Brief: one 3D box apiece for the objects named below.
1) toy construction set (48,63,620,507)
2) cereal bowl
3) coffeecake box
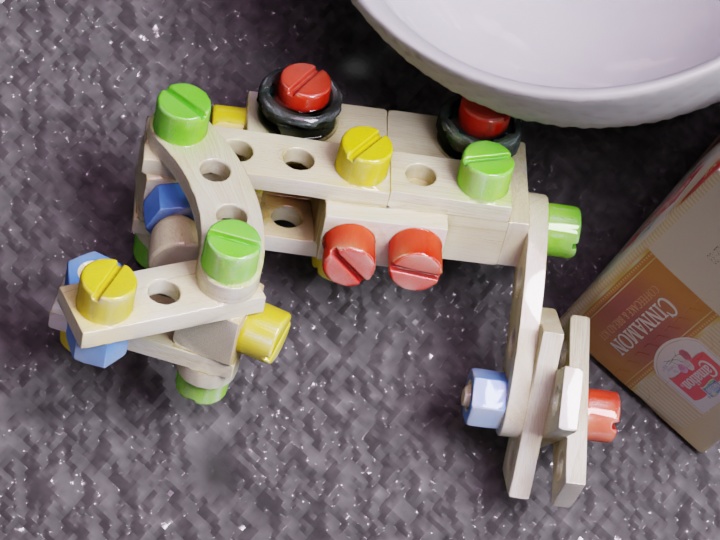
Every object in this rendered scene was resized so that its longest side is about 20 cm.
[{"bbox_3d":[0.000,0.000,0.863,0.199,0.092,0.131,18,42,-17],"label":"toy construction set"},{"bbox_3d":[0.082,-0.137,0.880,0.199,0.083,0.201,-4,72,13],"label":"cereal bowl"},{"bbox_3d":[0.174,-0.049,0.895,0.073,0.154,0.200,42,65,1],"label":"coffeecake box"}]
